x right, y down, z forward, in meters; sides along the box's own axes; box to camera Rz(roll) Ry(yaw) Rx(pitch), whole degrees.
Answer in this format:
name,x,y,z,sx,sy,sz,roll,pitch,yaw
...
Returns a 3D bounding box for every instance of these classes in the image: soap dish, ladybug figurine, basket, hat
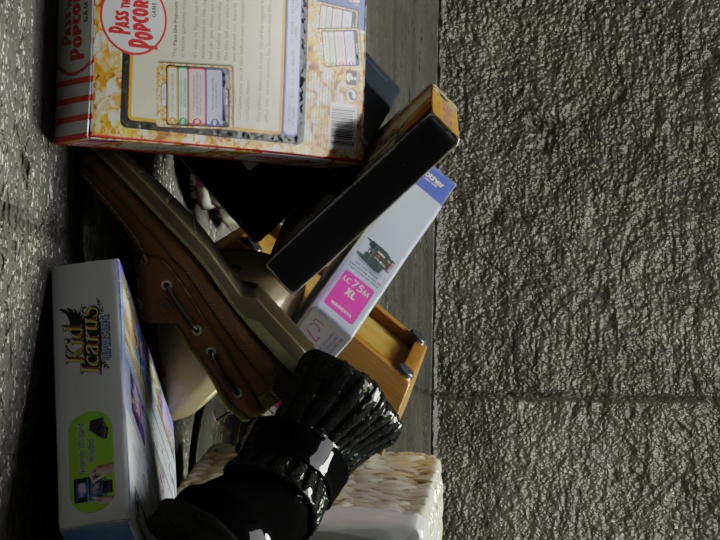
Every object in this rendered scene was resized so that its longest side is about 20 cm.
name,x,y,z,sx,sy,sz,roll,pitch,yaw
soap dish,-0.040,0.045,1.804,0.081,0.200,0.157,-50,-179,13
ladybug figurine,-0.103,0.038,1.624,0.136,0.072,0.200,-44,179,-19
basket,-0.041,0.239,1.759,0.161,0.198,0.201,-67,158,-70
hat,-0.078,0.172,1.929,0.201,0.081,0.201,2,90,-82

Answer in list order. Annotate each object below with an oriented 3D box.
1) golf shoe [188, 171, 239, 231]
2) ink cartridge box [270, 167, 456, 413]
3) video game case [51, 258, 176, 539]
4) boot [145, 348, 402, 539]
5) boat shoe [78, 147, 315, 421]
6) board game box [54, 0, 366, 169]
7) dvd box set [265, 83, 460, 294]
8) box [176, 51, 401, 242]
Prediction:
name,x,y,z,sx,sy,sz,roll,pitch,yaw
golf shoe,-0.080,-0.077,1.870,0.200,0.091,0.076,35,56,-79
ink cartridge box,0.000,0.000,1.656,0.119,0.042,0.200,-48,-173,50
video game case,-0.146,0.123,1.459,0.200,0.045,0.182,79,4,-55
boot,-0.046,0.118,1.402,0.158,0.079,0.211,-48,177,-9
boat shoe,-0.114,0.008,1.489,0.200,0.068,0.072,48,6,1
board game box,-0.089,-0.146,1.477,0.046,0.200,0.152,-4,-97,55
dvd box set,0.004,-0.058,1.584,0.029,0.146,0.200,47,9,-6
box,-0.067,-0.127,1.653,0.148,0.107,0.200,48,16,-6
